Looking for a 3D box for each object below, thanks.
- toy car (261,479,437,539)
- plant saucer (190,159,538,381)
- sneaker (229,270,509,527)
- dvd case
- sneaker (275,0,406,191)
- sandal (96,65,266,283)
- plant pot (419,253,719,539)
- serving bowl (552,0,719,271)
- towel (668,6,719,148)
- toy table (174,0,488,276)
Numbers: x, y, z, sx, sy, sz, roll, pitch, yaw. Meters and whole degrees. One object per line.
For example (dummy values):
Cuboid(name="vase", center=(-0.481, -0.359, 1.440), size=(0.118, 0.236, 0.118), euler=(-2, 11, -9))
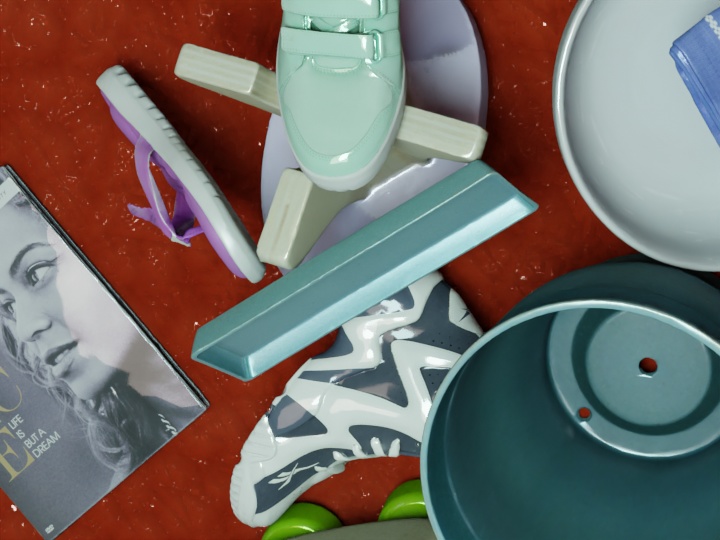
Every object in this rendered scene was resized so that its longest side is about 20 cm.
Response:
Cuboid(name="toy car", center=(0.010, 0.256, 1.339), size=(0.156, 0.164, 0.202), euler=(-13, 106, 16))
Cuboid(name="plant saucer", center=(0.000, 0.000, 1.216), size=(0.199, 0.070, 0.019), euler=(-30, 65, 16))
Cuboid(name="sneaker", center=(0.016, 0.101, 1.338), size=(0.129, 0.079, 0.200), euler=(38, 99, 11))
Cuboid(name="dvd case", center=(-0.212, 0.055, 1.416), size=(0.148, 0.016, 0.200), euler=(-40, 91, 19))
Cuboid(name="sneaker", center=(-0.021, -0.147, 1.143), size=(0.073, 0.118, 0.203), euler=(1, 84, 15))
Cuboid(name="sandal", center=(-0.111, -0.046, 1.293), size=(0.050, 0.203, 0.083), euler=(-38, 132, -1))
Cuboid(name="plant pot", center=(0.151, 0.083, 1.241), size=(0.198, 0.188, 0.202), euler=(5, 109, 15))
Cuboid(name="serving bowl", center=(0.197, -0.104, 1.239), size=(0.198, 0.066, 0.202), euler=(-2, 103, -10))
Cuboid(name="towel", center=(0.279, -0.119, 1.209), size=(0.199, 0.024, 0.145), euler=(-35, 105, -4))
Cuboid(name="toy table", center=(-0.004, -0.082, 1.253), size=(0.182, 0.117, 0.202), euler=(5, 85, 18))
